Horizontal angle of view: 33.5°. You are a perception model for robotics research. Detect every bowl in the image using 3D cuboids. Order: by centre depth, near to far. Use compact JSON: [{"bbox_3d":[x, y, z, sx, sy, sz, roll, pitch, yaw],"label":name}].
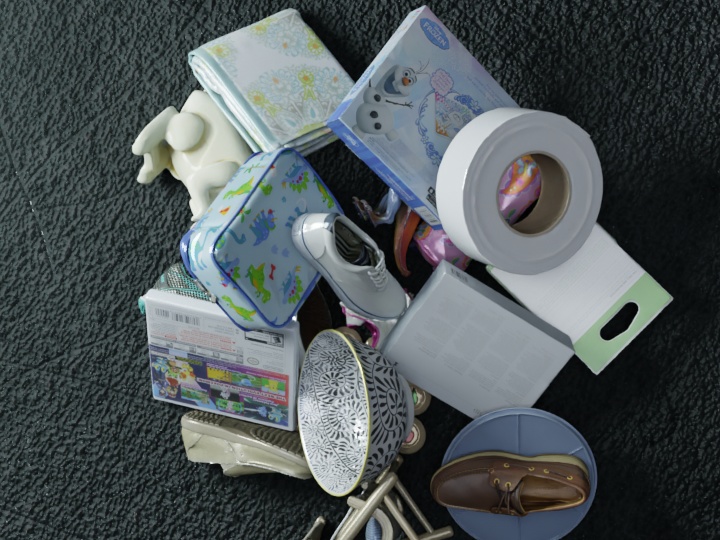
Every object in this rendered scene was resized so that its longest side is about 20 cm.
[{"bbox_3d":[0.005,0.170,1.466,0.094,0.201,0.201,-1,87,-28],"label":"bowl"}]

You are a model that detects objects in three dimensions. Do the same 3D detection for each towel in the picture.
[{"bbox_3d":[-0.102,-0.237,1.554,0.171,0.048,0.200,-29,74,-31],"label":"towel"}]

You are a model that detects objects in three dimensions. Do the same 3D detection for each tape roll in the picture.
[{"bbox_3d":[0.196,-0.099,1.463,0.202,0.071,0.203,-5,103,-23],"label":"tape roll"}]

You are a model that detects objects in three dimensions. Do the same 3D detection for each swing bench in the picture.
[{"bbox_3d":[0.000,0.345,1.488,0.200,0.199,0.130,-36,85,2],"label":"swing bench"}]

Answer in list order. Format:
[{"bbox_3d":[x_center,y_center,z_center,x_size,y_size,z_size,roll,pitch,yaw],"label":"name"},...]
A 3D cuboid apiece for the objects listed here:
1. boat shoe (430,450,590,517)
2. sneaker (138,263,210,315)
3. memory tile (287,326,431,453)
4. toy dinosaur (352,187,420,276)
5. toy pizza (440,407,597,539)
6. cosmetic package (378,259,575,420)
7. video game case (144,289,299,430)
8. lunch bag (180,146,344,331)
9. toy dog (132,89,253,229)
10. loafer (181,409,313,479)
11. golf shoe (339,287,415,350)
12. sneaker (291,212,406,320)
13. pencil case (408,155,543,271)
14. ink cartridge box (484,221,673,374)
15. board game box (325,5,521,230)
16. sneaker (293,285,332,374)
[{"bbox_3d":[0.186,0.268,1.485,0.200,0.068,0.072,-3,107,4],"label":"boat shoe"},{"bbox_3d":[-0.187,0.051,1.575,0.200,0.078,0.091,25,63,4],"label":"sneaker"},{"bbox_3d":[-0.004,0.155,1.588,0.200,0.017,0.154,9,88,5],"label":"memory tile"},{"bbox_3d":[0.078,-0.120,1.556,0.181,0.105,0.200,-30,91,-8],"label":"toy dinosaur"},{"bbox_3d":[0.202,0.265,1.536,0.200,0.032,0.201,1,107,3],"label":"toy pizza"},{"bbox_3d":[0.145,0.100,1.513,0.200,0.052,0.151,31,108,-12],"label":"cosmetic package"},{"bbox_3d":[-0.176,0.117,1.537,0.200,0.023,0.182,12,130,10],"label":"video game case"},{"bbox_3d":[-0.112,-0.034,1.442,0.161,0.082,0.200,50,55,-29],"label":"lunch bag"},{"bbox_3d":[-0.171,-0.130,1.569,0.200,0.140,0.194,38,63,5],"label":"toy dog"},{"bbox_3d":[-0.144,0.239,1.570,0.200,0.076,0.068,15,104,18],"label":"loafer"},{"bbox_3d":[0.000,0.021,1.560,0.091,0.075,0.200,-38,84,-5],"label":"golf shoe"},{"bbox_3d":[0.000,0.000,1.450,0.071,0.200,0.073,-2,58,44],"label":"sneaker"},{"bbox_3d":[0.159,-0.077,1.554,0.200,0.087,0.087,-44,85,2],"label":"pencil case"},{"bbox_3d":[0.282,0.015,1.556,0.200,0.048,0.146,45,92,3],"label":"ink cartridge box"},{"bbox_3d":[0.086,-0.189,1.495,0.200,0.043,0.199,44,68,-19],"label":"board game box"},{"bbox_3d":[-0.097,0.046,1.576,0.085,0.073,0.200,-23,77,36],"label":"sneaker"}]
